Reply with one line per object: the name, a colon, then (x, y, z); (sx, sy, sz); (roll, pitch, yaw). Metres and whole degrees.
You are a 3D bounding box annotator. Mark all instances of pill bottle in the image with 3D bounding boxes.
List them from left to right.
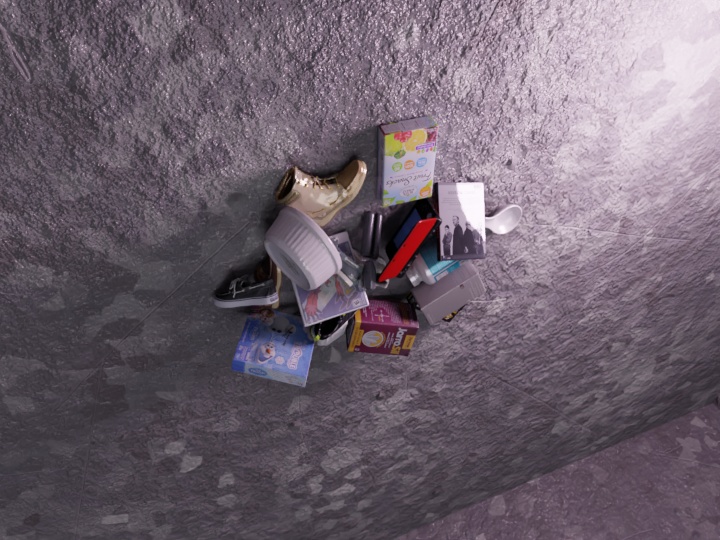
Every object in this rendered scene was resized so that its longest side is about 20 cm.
pill bottle: (0.217, -0.037, 1.627); (0.197, 0.112, 0.111); (-32, 136, 6)

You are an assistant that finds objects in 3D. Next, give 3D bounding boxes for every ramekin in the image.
ramekin: (-0.143, -0.044, 1.360); (0.094, 0.200, 0.205); (-46, 140, -19)

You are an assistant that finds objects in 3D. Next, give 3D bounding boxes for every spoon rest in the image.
spoon rest: (0.381, -0.149, 1.639); (0.194, 0.061, 0.101); (3, 129, -26)

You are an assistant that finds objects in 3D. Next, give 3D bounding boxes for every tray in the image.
tray: (-0.076, 0.179, 1.666); (0.106, 0.022, 0.201); (-35, 170, -13)

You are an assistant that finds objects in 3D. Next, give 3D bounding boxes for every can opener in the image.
can opener: (0.033, -0.050, 1.480); (0.052, 0.066, 0.208); (9, 84, -31)

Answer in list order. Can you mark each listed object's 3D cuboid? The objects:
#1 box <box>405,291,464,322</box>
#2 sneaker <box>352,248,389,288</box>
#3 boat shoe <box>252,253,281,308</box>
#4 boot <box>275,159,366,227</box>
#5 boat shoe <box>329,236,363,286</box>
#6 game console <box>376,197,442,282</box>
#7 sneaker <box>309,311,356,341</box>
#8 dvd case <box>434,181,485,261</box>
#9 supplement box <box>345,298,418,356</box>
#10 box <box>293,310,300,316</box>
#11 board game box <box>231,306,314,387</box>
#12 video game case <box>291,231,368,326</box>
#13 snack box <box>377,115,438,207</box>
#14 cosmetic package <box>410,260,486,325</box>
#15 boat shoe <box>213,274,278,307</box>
box: (0.259, 0.070, 1.791); (0.196, 0.050, 0.160); (21, 121, -38)
sneaker: (0.000, 0.000, 1.571); (0.194, 0.093, 0.077); (7, 127, -30)
boat shoe: (-0.244, 0.019, 1.492); (0.069, 0.073, 0.204); (-3, 133, -16)
boot: (-0.093, -0.206, 1.354); (0.153, 0.074, 0.199); (26, 122, -39)
boat shoe: (-0.072, -0.053, 1.455); (0.062, 0.201, 0.073); (-41, 179, -4)
game console: (0.107, -0.086, 1.486); (0.116, 0.175, 0.202); (16, 124, -34)
sneaker: (-0.054, 0.117, 1.531); (0.072, 0.083, 0.201); (44, 74, -10)
dvd case: (0.269, -0.132, 1.541); (0.145, 0.025, 0.208); (-3, 91, -23)
supplement box: (0.061, 0.170, 1.720); (0.193, 0.105, 0.134); (6, 129, -11)
box: (-0.101, 0.118, 1.650); (0.198, 0.069, 0.082); (-37, 136, 10)
board game box: (-0.221, 0.196, 1.523); (0.192, 0.203, 0.044); (14, 131, -4)
video game case: (-0.089, 0.020, 1.489); (0.176, 0.206, 0.023); (-17, 172, -9)
snack box: (0.113, -0.265, 1.410); (0.137, 0.054, 0.204); (-12, 134, -13)
cosmetic package: (0.256, 0.060, 1.684); (0.197, 0.091, 0.107); (-35, 139, 5)
boat shoe: (-0.299, 0.051, 1.464); (0.073, 0.194, 0.071); (-29, 112, -54)
